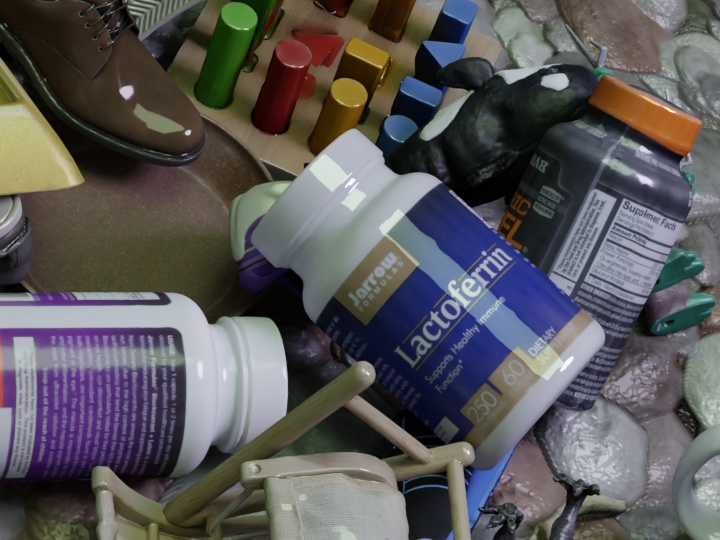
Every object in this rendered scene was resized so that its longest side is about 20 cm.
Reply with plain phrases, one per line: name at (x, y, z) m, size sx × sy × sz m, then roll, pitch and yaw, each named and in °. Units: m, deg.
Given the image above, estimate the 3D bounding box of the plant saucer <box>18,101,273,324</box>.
plant saucer at (-0.147, -0.029, 1.742) m, size 0.200 × 0.037 × 0.201 m, roll 10°, pitch 50°, yaw -12°

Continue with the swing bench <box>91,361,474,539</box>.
swing bench at (-0.041, 0.189, 1.525) m, size 0.130 × 0.200 × 0.199 m, roll 41°, pitch 34°, yaw -44°

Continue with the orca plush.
orca plush at (0.062, -0.078, 1.753) m, size 0.199 × 0.106 × 0.071 m, roll -9°, pitch 17°, yaw 0°

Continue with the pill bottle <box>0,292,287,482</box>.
pill bottle at (-0.150, 0.069, 1.613) m, size 0.199 × 0.112 × 0.112 m, roll 0°, pitch 53°, yaw -18°

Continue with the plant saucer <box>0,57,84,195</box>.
plant saucer at (-0.290, -0.101, 1.681) m, size 0.199 × 0.049 × 0.200 m, roll -6°, pitch 27°, yaw -21°

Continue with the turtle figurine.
turtle figurine at (0.174, -0.060, 1.841) m, size 0.150 × 0.101 × 0.200 m, roll 30°, pitch 33°, yaw -54°

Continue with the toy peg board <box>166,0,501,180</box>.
toy peg board at (-0.013, -0.153, 1.847) m, size 0.199 × 0.098 × 0.200 m, roll 24°, pitch 49°, yaw 1°

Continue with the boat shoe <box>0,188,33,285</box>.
boat shoe at (-0.291, -0.033, 1.676) m, size 0.200 × 0.057 × 0.067 m, roll 14°, pitch 48°, yaw 23°

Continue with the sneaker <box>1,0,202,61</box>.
sneaker at (-0.147, -0.195, 1.812) m, size 0.075 × 0.200 × 0.085 m, roll 64°, pitch 20°, yaw -17°

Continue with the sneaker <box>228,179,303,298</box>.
sneaker at (0.000, 0.000, 1.741) m, size 0.200 × 0.081 × 0.084 m, roll 9°, pitch 74°, yaw -31°

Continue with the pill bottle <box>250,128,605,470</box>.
pill bottle at (0.038, 0.015, 1.625) m, size 0.200 × 0.116 × 0.116 m, roll 42°, pitch 51°, yaw 5°

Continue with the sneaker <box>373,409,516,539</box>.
sneaker at (0.036, 0.136, 1.656) m, size 0.078 × 0.070 × 0.200 m, roll 27°, pitch 42°, yaw 5°

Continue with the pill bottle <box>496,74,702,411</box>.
pill bottle at (0.142, -0.021, 1.718) m, size 0.106 × 0.200 × 0.106 m, roll 25°, pitch 7°, yaw -3°

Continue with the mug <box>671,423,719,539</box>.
mug at (0.284, 0.157, 1.648) m, size 0.200 × 0.176 × 0.148 m, roll 25°, pitch 49°, yaw 2°

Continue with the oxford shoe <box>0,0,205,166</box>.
oxford shoe at (-0.172, -0.146, 1.737) m, size 0.200 × 0.084 × 0.073 m, roll 42°, pitch 48°, yaw -6°

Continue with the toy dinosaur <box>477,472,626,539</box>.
toy dinosaur at (0.104, 0.166, 1.639) m, size 0.047 × 0.088 × 0.200 m, roll 31°, pitch 48°, yaw 24°
